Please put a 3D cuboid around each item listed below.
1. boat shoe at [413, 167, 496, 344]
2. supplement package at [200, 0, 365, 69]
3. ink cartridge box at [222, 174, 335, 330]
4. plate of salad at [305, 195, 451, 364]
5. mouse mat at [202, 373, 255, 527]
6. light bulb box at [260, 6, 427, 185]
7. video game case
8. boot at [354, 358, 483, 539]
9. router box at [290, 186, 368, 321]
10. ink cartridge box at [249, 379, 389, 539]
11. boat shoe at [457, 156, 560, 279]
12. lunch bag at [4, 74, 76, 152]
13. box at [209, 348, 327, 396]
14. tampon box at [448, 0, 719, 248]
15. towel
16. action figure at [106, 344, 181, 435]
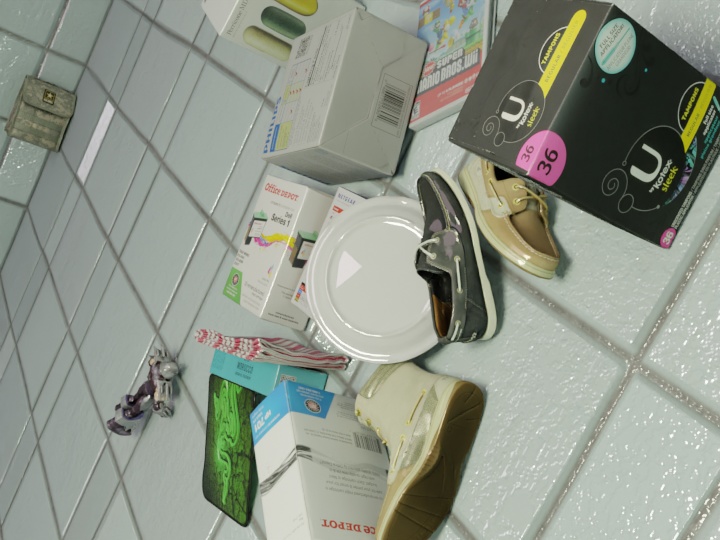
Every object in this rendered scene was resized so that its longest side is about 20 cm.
[{"bbox_3d":[0.093,-0.018,0.943,0.072,0.067,0.203,140,120,-66],"label":"boat shoe"},{"bbox_3d":[-0.129,-0.432,1.394,0.153,0.198,0.151,-56,36,20],"label":"supplement package"},{"bbox_3d":[-0.113,-0.031,1.276,0.144,0.083,0.202,23,92,56],"label":"ink cartridge box"},{"bbox_3d":[0.031,0.011,1.017,0.197,0.048,0.203,-3,77,14],"label":"plate of salad"},{"bbox_3d":[-0.199,0.265,1.278,0.160,0.007,0.203,7,93,56],"label":"mouse mat"},{"bbox_3d":[-0.028,-0.237,1.209,0.199,0.124,0.201,4,77,61],"label":"light bulb box"},{"bbox_3d":[0.123,-0.300,1.138,0.142,0.017,0.203,-18,59,50],"label":"video game case"},{"bbox_3d":[0.043,0.200,0.956,0.154,0.072,0.202,18,82,55],"label":"boot"},{"bbox_3d":[0.000,0.000,1.135,0.200,0.048,0.181,33,101,55],"label":"router box"},{"bbox_3d":[-0.038,0.243,0.980,0.086,0.145,0.202,-43,43,31],"label":"ink cartridge box"},{"bbox_3d":[0.164,-0.072,0.919,0.067,0.073,0.201,-57,36,27],"label":"boat shoe"},{"bbox_3d":[-1.003,-0.497,2.679,0.117,0.163,0.202,32,101,56],"label":"lunch bag"},{"bbox_3d":[-0.136,0.148,1.224,0.199,0.082,0.050,8,82,56],"label":"box"},{"bbox_3d":[0.212,-0.135,0.772,0.126,0.198,0.151,37,105,54],"label":"tampon box"},{"bbox_3d":[-0.125,0.104,1.172,0.199,0.145,0.030,7,86,56],"label":"towel"},{"bbox_3d":[-0.382,0.220,1.550,0.200,0.069,0.131,-42,36,30],"label":"action figure"}]
